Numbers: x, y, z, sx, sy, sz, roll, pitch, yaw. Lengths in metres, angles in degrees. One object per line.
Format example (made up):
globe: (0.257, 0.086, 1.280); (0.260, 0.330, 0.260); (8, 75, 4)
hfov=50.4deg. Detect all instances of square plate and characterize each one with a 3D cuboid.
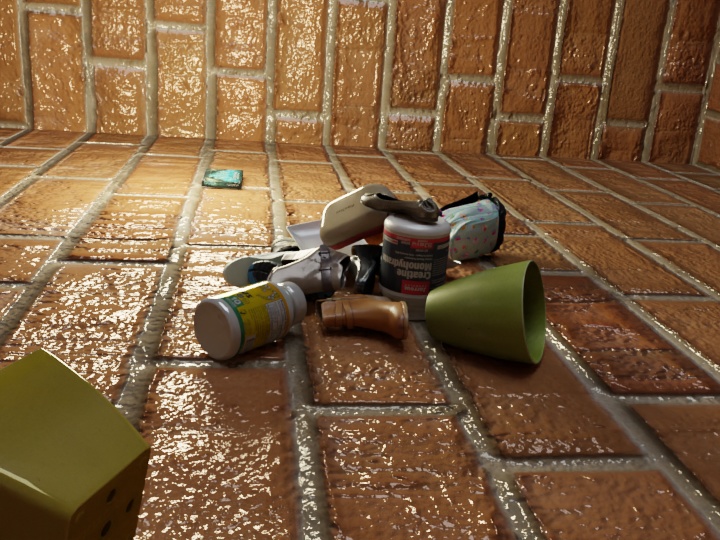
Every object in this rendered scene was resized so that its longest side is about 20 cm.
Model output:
square plate: (-0.052, -0.058, 1.796); (0.196, 0.029, 0.200); (-12, 40, -20)

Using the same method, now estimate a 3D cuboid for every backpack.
backpack: (0.281, -0.106, 2.006); (0.198, 0.169, 0.127); (-11, 28, -24)

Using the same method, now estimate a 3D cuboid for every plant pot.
plant pot: (-0.337, 0.234, 0.799); (0.175, 0.202, 0.200); (22, 22, 12)
plant pot: (0.229, 0.081, 1.432); (0.198, 0.189, 0.187); (-4, 13, 26)

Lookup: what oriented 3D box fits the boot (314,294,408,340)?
boot: (0.002, 0.086, 1.471); (0.154, 0.078, 0.200); (0, 16, -18)

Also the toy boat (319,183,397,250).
toy boat: (0.011, -0.105, 1.746); (0.199, 0.131, 0.131); (-21, 45, 31)

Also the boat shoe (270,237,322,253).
boat shoe: (-0.120, -0.038, 1.846); (0.198, 0.075, 0.074); (-4, 28, 1)

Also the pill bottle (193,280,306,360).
pill bottle: (-0.193, 0.082, 1.384); (0.112, 0.114, 0.199); (18, 23, 36)

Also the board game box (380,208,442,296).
board game box: (0.110, -0.038, 1.676); (0.119, 0.202, 0.032); (0, 19, -10)

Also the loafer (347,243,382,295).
loafer: (0.000, 0.000, 1.647); (0.072, 0.073, 0.200); (11, 23, 4)

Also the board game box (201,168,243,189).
board game box: (-0.476, -0.318, 2.647); (0.134, 0.028, 0.200); (3, 19, -8)

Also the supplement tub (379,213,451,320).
supplement tub: (0.111, -0.012, 1.596); (0.139, 0.202, 0.141); (4, 18, -1)

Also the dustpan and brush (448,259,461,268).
dustpan and brush: (0.138, -0.035, 1.878); (0.139, 0.058, 0.199); (21, -25, -31)

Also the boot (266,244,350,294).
boot: (-0.106, 0.024, 1.547); (0.145, 0.071, 0.201); (5, 50, 18)

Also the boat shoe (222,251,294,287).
boat shoe: (-0.229, -0.001, 1.720); (0.199, 0.071, 0.071); (-13, 5, -38)

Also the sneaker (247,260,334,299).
sneaker: (-0.146, 0.027, 1.656); (0.198, 0.074, 0.082); (13, 3, 8)

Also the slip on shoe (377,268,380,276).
slip on shoe: (0.084, -0.010, 1.781); (0.199, 0.077, 0.060); (22, 3, 27)

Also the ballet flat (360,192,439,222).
ballet flat: (0.081, -0.140, 1.577); (0.199, 0.047, 0.067); (19, 22, 41)
